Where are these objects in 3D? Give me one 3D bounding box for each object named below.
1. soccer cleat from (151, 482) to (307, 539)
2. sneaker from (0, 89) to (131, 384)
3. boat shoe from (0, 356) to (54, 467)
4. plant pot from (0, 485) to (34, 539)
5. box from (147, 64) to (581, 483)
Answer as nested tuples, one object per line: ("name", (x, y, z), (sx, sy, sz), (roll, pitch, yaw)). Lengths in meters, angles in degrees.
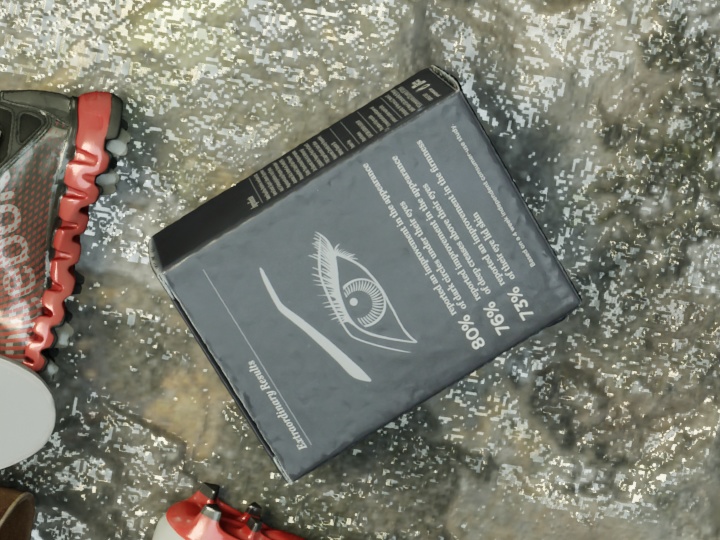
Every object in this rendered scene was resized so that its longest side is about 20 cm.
("soccer cleat", (-0.034, 0.199, 1.502), (0.200, 0.069, 0.085), (25, 106, -9))
("sneaker", (-0.198, -0.012, 1.429), (0.098, 0.071, 0.201), (15, 97, -11))
("boat shoe", (-0.269, 0.072, 1.381), (0.200, 0.070, 0.071), (-2, 101, -16))
("plant pot", (-0.309, 0.179, 1.413), (0.200, 0.187, 0.187), (19, 99, 4))
("box", (0.000, 0.000, 1.441), (0.200, 0.104, 0.148), (-30, 104, 0))
